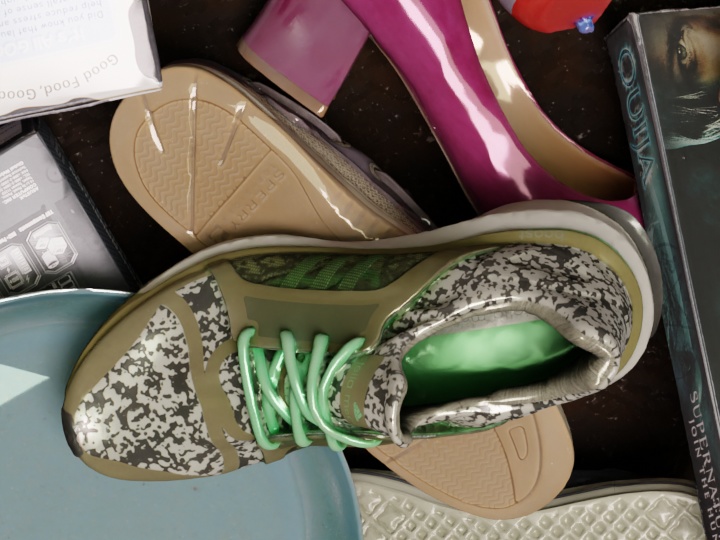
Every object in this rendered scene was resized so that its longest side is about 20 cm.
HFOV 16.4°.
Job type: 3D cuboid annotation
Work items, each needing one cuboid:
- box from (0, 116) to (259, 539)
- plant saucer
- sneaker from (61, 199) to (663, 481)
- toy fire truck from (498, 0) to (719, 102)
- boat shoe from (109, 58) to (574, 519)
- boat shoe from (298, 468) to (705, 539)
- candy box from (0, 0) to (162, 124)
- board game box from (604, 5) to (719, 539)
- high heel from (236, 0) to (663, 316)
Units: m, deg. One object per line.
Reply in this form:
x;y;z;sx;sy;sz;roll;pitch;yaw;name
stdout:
-0.158;0.061;0.868;0.199;0.051;0.158;-31;107;-1;box
-0.098;0.100;0.849;0.199;0.027;0.202;-3;106;-12;plant saucer
-0.003;0.028;0.779;0.199;0.089;0.077;-15;104;9;sneaker
0.140;-0.097;0.834;0.199;0.049;0.142;-14;73;-20;toy fire truck
0.000;0.000;0.855;0.200;0.065;0.072;42;115;-8;boat shoe
0.039;0.105;0.905;0.198;0.062;0.075;-4;89;7;boat shoe
-0.117;-0.158;0.757;0.071;0.168;0.201;-13;106;-4;candy box
0.166;0.005;0.855;0.134;0.028;0.201;-6;76;-20;board game box
0.061;-0.064;0.858;0.199;0.068;0.096;31;108;-12;high heel
